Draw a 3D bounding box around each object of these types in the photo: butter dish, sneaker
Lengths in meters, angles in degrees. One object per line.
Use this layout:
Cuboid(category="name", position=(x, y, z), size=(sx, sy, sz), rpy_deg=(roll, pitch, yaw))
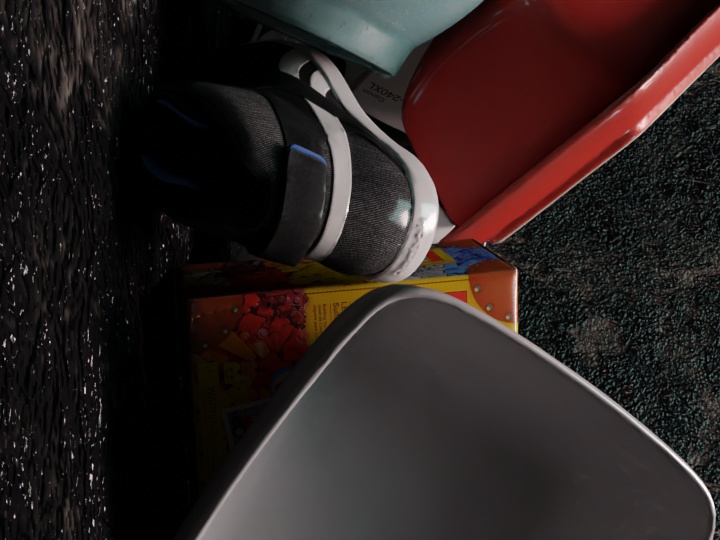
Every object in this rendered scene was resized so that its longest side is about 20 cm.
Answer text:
Cuboid(category="butter dish", position=(0.097, -0.127, 0.717), size=(0.199, 0.148, 0.200), rpy_deg=(-40, 179, -40))
Cuboid(category="sneaker", position=(-0.058, -0.066, 0.562), size=(0.200, 0.111, 0.073), rpy_deg=(41, -67, 49))

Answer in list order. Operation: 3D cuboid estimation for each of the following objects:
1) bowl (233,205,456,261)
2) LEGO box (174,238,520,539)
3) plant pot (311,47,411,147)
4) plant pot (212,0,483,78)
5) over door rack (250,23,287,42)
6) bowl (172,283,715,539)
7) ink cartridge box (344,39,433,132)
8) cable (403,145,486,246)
Cuboid(category="bowl", position=(-0.017, 0.045, 0.736), size=(0.200, 0.090, 0.203), rpy_deg=(13, 73, -46))
Cuboid(category="LEGO box", position=(-0.005, 0.095, 0.600), size=(0.077, 0.148, 0.202), rpy_deg=(-132, -142, -73))
Cuboid(category="plant pot", position=(0.060, -0.153, 1.042), size=(0.178, 0.199, 0.201), rpy_deg=(125, -42, -56))
Cuboid(category="plant pot", position=(-0.012, -0.177, 0.617), size=(0.200, 0.199, 0.135), rpy_deg=(-71, -175, -84))
Cuboid(category="over door rack", position=(-0.046, -0.153, 0.955), size=(0.148, 0.066, 0.201), rpy_deg=(87, 2, -49))
Cuboid(category="bowl", position=(0.022, 0.119, 0.529), size=(0.201, 0.199, 0.075), rpy_deg=(-55, -161, 0))
Cuboid(category="ink cartridge box", position=(0.073, -0.187, 0.893), size=(0.083, 0.145, 0.201), rpy_deg=(-37, -141, 47))
Cuboid(category="cable", position=(0.000, 0.000, 0.877), size=(0.051, 0.199, 0.164), rpy_deg=(26, 51, -41))
